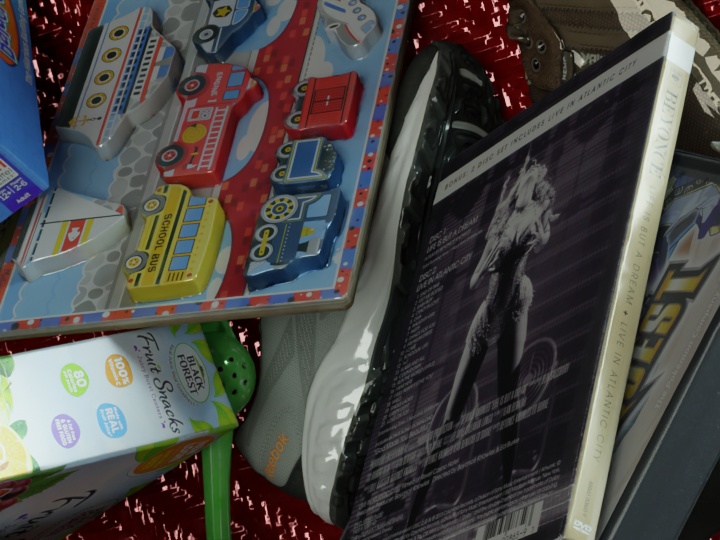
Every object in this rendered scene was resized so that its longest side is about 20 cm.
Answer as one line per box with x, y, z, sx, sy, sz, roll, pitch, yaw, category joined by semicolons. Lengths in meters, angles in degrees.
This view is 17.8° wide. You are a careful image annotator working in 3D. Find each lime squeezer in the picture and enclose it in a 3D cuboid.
-0.074;0.032;0.947;0.038;0.071;0.200;-14;64;-22;lime squeezer

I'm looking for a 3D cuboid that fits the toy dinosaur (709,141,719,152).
0.172;0.030;0.798;0.199;0.105;0.182;-14;65;-7;toy dinosaur

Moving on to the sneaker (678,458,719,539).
0.116;0.079;0.900;0.199;0.076;0.091;-9;108;13;sneaker

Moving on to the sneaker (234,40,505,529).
0.000;0.000;0.934;0.079;0.074;0.201;21;93;34;sneaker

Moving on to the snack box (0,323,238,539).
-0.162;0.087;0.908;0.200;0.142;0.053;-34;74;46;snack box

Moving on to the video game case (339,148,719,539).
0.065;0.050;0.781;0.025;0.181;0.200;27;89;-21;video game case

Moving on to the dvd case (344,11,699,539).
0.051;0.022;0.791;0.016;0.149;0.200;27;59;-21;dvd case

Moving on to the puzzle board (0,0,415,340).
-0.060;-0.056;0.913;0.150;0.017;0.200;-5;45;18;puzzle board

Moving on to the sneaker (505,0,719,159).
0.082;-0.107;0.906;0.076;0.070;0.200;-40;78;15;sneaker

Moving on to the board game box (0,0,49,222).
-0.206;-0.063;0.953;0.152;0.045;0.200;-35;37;15;board game box

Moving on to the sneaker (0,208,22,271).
-0.225;0.010;0.997;0.200;0.089;0.077;-46;76;12;sneaker
